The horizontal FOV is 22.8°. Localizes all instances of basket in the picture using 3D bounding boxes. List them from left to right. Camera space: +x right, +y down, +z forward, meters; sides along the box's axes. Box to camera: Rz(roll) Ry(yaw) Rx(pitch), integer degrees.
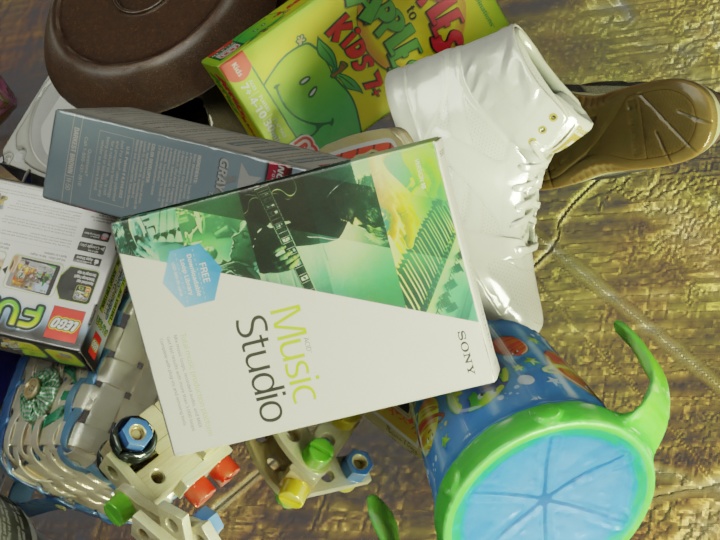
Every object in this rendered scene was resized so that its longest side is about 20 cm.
[{"bbox_3d":[-0.179,0.088,1.262,0.200,0.139,0.177,-22,43,63],"label":"basket"}]

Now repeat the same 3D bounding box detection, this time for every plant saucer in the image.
[{"bbox_3d":[-0.158,-0.206,1.356,0.199,0.035,0.202,-12,56,17],"label":"plant saucer"}]

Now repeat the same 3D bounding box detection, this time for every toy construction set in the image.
[{"bbox_3d":[-0.087,0.128,1.127,0.131,0.200,0.092,47,130,6],"label":"toy construction set"}]

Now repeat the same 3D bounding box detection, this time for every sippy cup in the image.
[{"bbox_3d":[0.092,0.103,1.087,0.176,0.140,0.131,-8,37,-15],"label":"sippy cup"}]

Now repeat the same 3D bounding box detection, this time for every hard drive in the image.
[{"bbox_3d":[-0.199,-0.151,1.476,0.139,0.038,0.201,20,74,38],"label":"hard drive"}]

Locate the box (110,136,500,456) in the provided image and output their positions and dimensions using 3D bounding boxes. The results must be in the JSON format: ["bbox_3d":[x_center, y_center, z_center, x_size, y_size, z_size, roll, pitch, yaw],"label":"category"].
[{"bbox_3d":[-0.032,0.016,1.038,0.198,0.036,0.145,-14,97,8],"label":"box"}]

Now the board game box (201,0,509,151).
[{"bbox_3d":[-0.003,-0.163,1.282,0.200,0.102,0.048,-37,19,-10],"label":"board game box"}]

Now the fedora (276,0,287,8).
[{"bbox_3d":[-0.030,-0.232,1.389,0.199,0.082,0.202,-16,53,22],"label":"fedora"}]

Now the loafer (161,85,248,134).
[{"bbox_3d":[-0.134,-0.131,1.361,0.200,0.067,0.076,44,127,25],"label":"loafer"}]

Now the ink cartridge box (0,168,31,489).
[{"bbox_3d":[-0.253,0.055,1.293,0.043,0.200,0.198,18,69,-3],"label":"ink cartridge box"}]

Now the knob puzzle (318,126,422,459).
[{"bbox_3d":[0.000,0.000,1.182,0.219,0.030,0.221,17,112,48],"label":"knob puzzle"}]

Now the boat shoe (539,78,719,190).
[{"bbox_3d":[0.159,-0.090,1.197,0.199,0.065,0.074,2,92,40],"label":"boat shoe"}]

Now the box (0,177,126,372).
[{"bbox_3d":[-0.254,-0.008,1.190,0.198,0.035,0.111,12,67,13],"label":"box"}]

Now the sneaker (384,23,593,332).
[{"bbox_3d":[0.102,-0.056,1.153,0.115,0.074,0.201,-22,91,22],"label":"sneaker"}]

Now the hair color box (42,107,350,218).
[{"bbox_3d":[-0.087,-0.054,1.124,0.199,0.099,0.061,14,101,19],"label":"hair color box"}]

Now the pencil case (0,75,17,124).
[{"bbox_3d":[-0.384,-0.107,1.537,0.200,0.087,0.083,-44,18,1],"label":"pencil case"}]

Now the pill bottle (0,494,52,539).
[{"bbox_3d":[-0.291,0.191,1.217,0.113,0.200,0.115,-15,55,23],"label":"pill bottle"}]
